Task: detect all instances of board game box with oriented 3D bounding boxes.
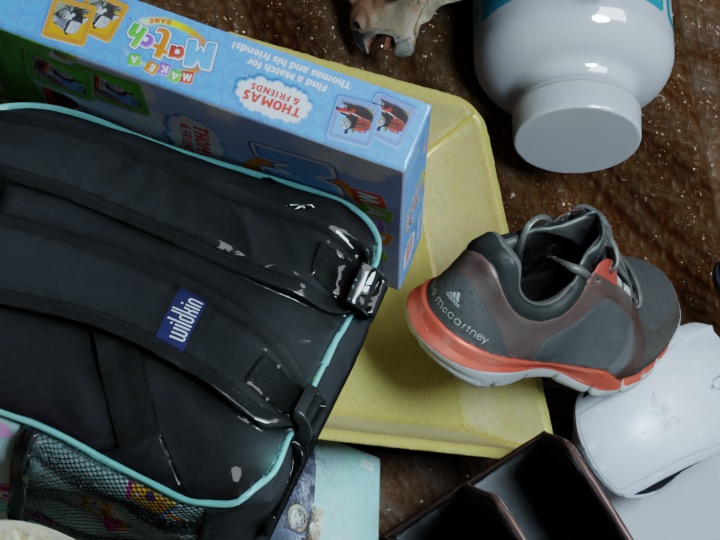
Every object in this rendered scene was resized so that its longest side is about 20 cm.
[{"bbox_3d":[-0.069,-0.062,1.063,0.199,0.151,0.037,19,72,7],"label":"board game box"}]

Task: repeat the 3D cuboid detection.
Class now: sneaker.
[{"bbox_3d":[0.109,0.009,1.220,0.199,0.082,0.077,-7,50,-52],"label":"sneaker"}]

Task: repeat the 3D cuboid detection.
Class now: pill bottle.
[{"bbox_3d":[0.116,-0.157,1.373,0.110,0.111,0.201,22,55,-33],"label":"pill bottle"}]

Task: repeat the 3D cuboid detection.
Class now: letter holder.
[{"bbox_3d":[0.107,0.186,1.137,0.100,0.142,0.201,-32,92,-6],"label":"letter holder"}]

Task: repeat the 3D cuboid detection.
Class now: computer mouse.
[{"bbox_3d":[0.187,0.063,1.325,0.200,0.044,0.110,-28,89,-47],"label":"computer mouse"}]

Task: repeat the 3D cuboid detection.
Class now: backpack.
[{"bbox_3d":[-0.109,0.032,1.021,0.199,0.154,0.176,25,53,1],"label":"backpack"}]

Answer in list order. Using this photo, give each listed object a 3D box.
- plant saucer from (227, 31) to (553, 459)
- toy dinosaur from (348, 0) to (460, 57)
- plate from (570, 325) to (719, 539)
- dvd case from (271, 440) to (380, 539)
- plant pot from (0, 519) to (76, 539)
[{"bbox_3d":[0.000,0.000,1.216,0.199,0.048,0.201,11,61,-47],"label":"plant saucer"},{"bbox_3d":[0.077,-0.202,1.298,0.200,0.135,0.086,-56,149,-25],"label":"toy dinosaur"},{"bbox_3d":[0.177,0.132,1.333,0.200,0.032,0.200,34,48,-25],"label":"plate"},{"bbox_3d":[-0.052,0.156,1.117,0.145,0.022,0.201,24,55,-32],"label":"dvd case"},{"bbox_3d":[-0.165,0.178,0.882,0.200,0.183,0.202,20,56,-33],"label":"plant pot"}]
